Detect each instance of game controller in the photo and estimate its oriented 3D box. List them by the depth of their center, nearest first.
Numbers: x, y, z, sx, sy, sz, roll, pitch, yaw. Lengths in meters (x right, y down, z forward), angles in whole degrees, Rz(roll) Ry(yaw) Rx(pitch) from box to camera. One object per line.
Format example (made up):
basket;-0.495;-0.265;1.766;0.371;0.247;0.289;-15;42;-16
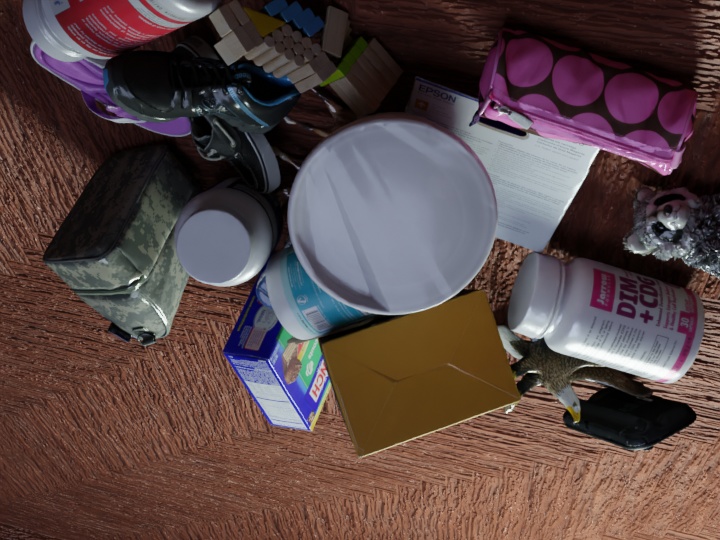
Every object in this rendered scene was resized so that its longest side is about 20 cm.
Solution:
game controller;0.350;0.192;1.238;0.104;0.042;0.200;-15;-174;-16

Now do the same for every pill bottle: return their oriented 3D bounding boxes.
pill bottle;-0.227;-0.267;0.888;0.199;0.113;0.112;-12;137;38
pill bottle;0.000;0.000;1.076;0.199;0.111;0.111;-20;134;19
pill bottle;0.279;0.051;1.082;0.199;0.114;0.114;16;148;-5
pill bottle;-0.152;-0.044;1.086;0.110;0.112;0.200;20;-169;-2

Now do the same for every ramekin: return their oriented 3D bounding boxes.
ramekin;0.031;-0.065;0.935;0.201;0.094;0.204;1;113;2

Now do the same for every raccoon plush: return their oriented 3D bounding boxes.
raccoon plush;0.360;-0.015;0.988;0.133;0.097;0.200;5;146;34

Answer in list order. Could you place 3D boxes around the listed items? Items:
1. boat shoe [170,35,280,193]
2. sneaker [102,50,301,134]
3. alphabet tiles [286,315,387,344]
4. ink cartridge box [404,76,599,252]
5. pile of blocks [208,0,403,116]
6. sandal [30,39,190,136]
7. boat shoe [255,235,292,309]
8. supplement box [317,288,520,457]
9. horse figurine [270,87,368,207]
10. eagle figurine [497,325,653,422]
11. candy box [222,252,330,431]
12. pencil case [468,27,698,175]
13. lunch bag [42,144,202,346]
boat shoe;-0.157;-0.156;1.032;0.071;0.064;0.200;18;146;48
sneaker;-0.151;-0.187;0.926;0.199;0.074;0.082;0;167;-36
alphabet tiles;0.006;0.059;1.201;0.166;0.200;0.006;-17;91;28
ink cartridge box;0.134;-0.116;0.992;0.195;0.043;0.200;20;146;2
pile of blocks;-0.057;-0.214;0.910;0.199;0.083;0.062;19;166;-30
sandal;-0.286;-0.199;1.075;0.202;0.050;0.082;27;147;-13
boat shoe;-0.059;-0.037;1.171;0.072;0.073;0.200;41;119;-17
supplement box;0.060;0.115;1.139;0.196;0.134;0.200;-19;180;-4
horse figurine;-0.036;-0.132;1.049;0.132;0.050;0.200;26;145;0
eagle figurine;0.273;0.123;1.225;0.199;0.152;0.152;-20;-176;1
candy box;-0.096;0.103;1.312;0.077;0.170;0.200;8;147;22
pencil case;0.205;-0.149;0.857;0.199;0.094;0.091;15;130;2
lunch bag;-0.272;-0.030;1.179;0.139;0.201;0.168;-7;138;35
